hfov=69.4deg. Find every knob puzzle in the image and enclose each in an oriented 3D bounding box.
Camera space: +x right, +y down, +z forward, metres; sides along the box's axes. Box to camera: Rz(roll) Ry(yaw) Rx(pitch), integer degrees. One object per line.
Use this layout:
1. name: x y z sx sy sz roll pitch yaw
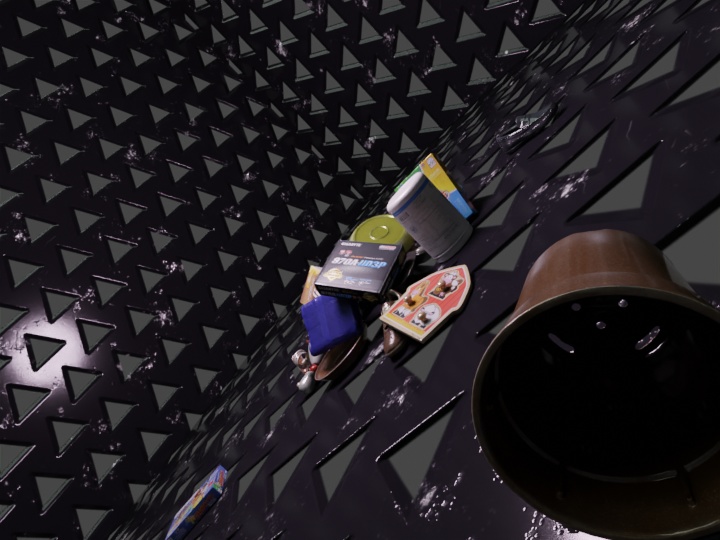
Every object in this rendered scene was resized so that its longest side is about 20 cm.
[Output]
1. knob puzzle: 0.145 0.049 1.069 0.217 0.031 0.221 -30 23 14

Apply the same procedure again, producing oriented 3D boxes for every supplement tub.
1. supplement tub: 0.174 -0.134 1.316 0.132 0.200 0.132 -44 10 10

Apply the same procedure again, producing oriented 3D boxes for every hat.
1. hat: 0.091 0.042 1.362 0.200 0.081 0.202 -41 19 17

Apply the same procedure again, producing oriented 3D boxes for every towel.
1. towel: -0.074 0.129 1.388 0.049 0.151 0.198 4 -27 -46

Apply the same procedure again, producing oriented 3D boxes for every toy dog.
1. toy dog: -0.146 0.254 1.498 0.095 0.134 0.200 -10 22 36

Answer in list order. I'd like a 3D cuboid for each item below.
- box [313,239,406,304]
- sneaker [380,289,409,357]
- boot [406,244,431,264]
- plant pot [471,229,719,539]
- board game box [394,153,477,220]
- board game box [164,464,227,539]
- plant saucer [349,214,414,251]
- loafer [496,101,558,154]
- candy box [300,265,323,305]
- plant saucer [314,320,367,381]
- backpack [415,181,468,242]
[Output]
1. box: 0.000 0.000 1.312 0.196 0.047 0.161 7 51 32
2. sneaker: 0.069 0.116 1.165 0.070 0.075 0.201 -42 11 25
3. boot: 0.130 -0.079 1.476 0.199 0.066 0.134 -24 67 59
4. plant pot: 0.207 0.068 0.435 0.200 0.201 0.198 -41 2 31
5. board game box: 0.204 -0.191 1.425 0.153 0.202 0.040 -42 -17 30
6. board game box: -0.466 0.670 1.483 0.201 0.034 0.135 -48 9 -1
7. plant saucer: 0.055 -0.095 1.439 0.195 0.032 0.203 -12 40 10
8. loafer: 0.471 -0.412 1.480 0.200 0.070 0.069 -38 13 47
9. candy box: -0.087 0.074 1.486 0.198 0.055 0.118 27 100 47
10. plant saucer: -0.043 0.220 1.376 0.201 0.037 0.201 -47 9 9
11. backpack: 0.224 -0.185 1.534 0.164 0.151 0.203 -54 -10 -49
